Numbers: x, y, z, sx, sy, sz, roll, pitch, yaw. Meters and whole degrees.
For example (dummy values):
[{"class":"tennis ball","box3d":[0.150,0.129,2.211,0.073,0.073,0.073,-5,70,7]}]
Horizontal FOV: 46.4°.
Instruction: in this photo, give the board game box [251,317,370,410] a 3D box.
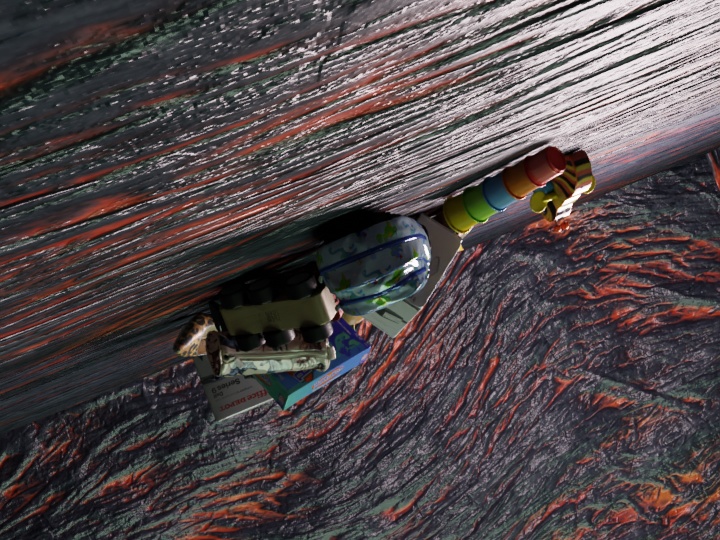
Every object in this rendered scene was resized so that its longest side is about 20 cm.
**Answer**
[{"class":"board game box","box3d":[-0.103,0.134,1.447,0.199,0.152,0.045,-27,151,-40]}]

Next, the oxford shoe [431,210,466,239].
[{"class":"oxford shoe","box3d":[0.150,-0.068,1.461,0.074,0.071,0.200,-27,-179,-23]}]

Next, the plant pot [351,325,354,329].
[{"class":"plant pot","box3d":[-0.134,0.117,1.849,0.198,0.189,0.187,-8,180,16]}]

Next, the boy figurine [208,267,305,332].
[{"class":"boy figurine","box3d":[-0.148,0.055,1.416,0.199,0.065,0.124,-22,-152,-22]}]

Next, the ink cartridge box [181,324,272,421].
[{"class":"ink cartridge box","box3d":[-0.252,0.181,1.662,0.145,0.202,0.084,-21,176,-12]}]

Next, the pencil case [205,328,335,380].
[{"class":"pencil case","box3d":[-0.144,0.129,1.339,0.198,0.079,0.089,-2,-163,-23]}]

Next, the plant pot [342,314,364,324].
[{"class":"plant pot","box3d":[0.034,0.047,1.804,0.200,0.027,0.200,-46,170,-11]}]

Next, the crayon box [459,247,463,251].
[{"class":"crayon box","box3d":[0.167,-0.049,1.985,0.125,0.052,0.200,-23,176,14]}]

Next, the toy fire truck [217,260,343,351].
[{"class":"toy fire truck","box3d":[-0.095,0.040,1.288,0.174,0.130,0.200,-9,-156,25]}]

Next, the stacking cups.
[{"class":"stacking cups","box3d":[0.202,-0.120,1.187,0.060,0.061,0.199,-18,170,-43]}]

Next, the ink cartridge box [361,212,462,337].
[{"class":"ink cartridge box","box3d":[0.078,0.012,1.400,0.146,0.083,0.200,-57,179,-19]}]

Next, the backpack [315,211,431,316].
[{"class":"backpack","box3d":[0.017,-0.012,1.090,0.161,0.155,0.200,-15,164,3]}]

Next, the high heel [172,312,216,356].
[{"class":"high heel","box3d":[-0.242,0.135,1.506,0.072,0.142,0.200,-65,170,18]}]

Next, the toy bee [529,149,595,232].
[{"class":"toy bee","box3d":[0.341,-0.127,1.427,0.130,0.110,0.200,-23,176,1]}]
